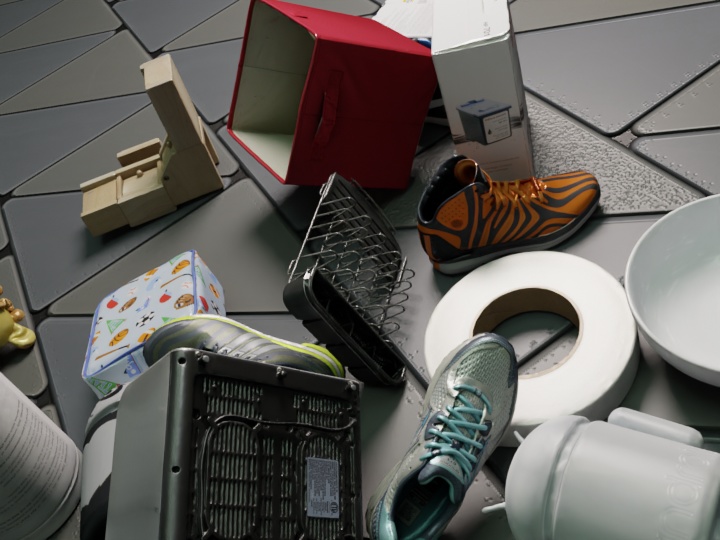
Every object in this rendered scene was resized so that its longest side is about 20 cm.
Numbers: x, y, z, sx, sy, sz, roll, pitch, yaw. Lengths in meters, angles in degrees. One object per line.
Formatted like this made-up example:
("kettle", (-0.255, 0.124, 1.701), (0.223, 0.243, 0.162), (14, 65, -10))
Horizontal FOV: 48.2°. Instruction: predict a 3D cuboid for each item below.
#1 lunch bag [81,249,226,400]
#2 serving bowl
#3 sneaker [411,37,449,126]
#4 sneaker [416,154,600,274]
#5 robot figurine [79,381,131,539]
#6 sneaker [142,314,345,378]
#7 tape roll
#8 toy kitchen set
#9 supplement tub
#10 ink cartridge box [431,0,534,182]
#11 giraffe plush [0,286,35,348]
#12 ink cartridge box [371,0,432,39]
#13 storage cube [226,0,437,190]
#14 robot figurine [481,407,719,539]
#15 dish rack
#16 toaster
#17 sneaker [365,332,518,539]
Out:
("lunch bag", (-0.229, 0.065, 0.890), (0.159, 0.076, 0.200), (-30, 26, 3))
("serving bowl", (0.329, 0.024, 0.683), (0.197, 0.066, 0.202), (-14, 45, 14))
("sneaker", (0.059, -0.251, 1.052), (0.197, 0.113, 0.074), (5, 49, 30))
("sneaker", (0.151, -0.075, 0.834), (0.198, 0.113, 0.078), (-24, 42, 3))
("robot figurine", (-0.194, 0.192, 0.735), (0.148, 0.126, 0.201), (-18, 42, -1))
("sneaker", (-0.111, 0.091, 0.765), (0.197, 0.075, 0.081), (10, 6, -2))
("tape roll", (0.156, 0.067, 0.749), (0.200, 0.037, 0.205), (-14, 44, 13))
("toy kitchen set", (-0.322, -0.191, 1.133), (0.197, 0.182, 0.164), (-21, 41, -1))
("supplement tub", (-0.377, 0.173, 0.790), (0.130, 0.201, 0.133), (-14, 43, 13))
("ink cartridge box", (0.140, -0.206, 0.901), (0.085, 0.201, 0.148), (-9, 44, 16))
("giraffe plush", (-0.510, 0.084, 0.997), (0.198, 0.175, 0.162), (-11, 22, 31))
("ink cartridge box", (0.090, -0.345, 1.156), (0.198, 0.077, 0.137), (12, 54, 33))
("storage cube", (-0.036, -0.212, 0.967), (0.178, 0.173, 0.200), (-1, 29, -33))
("robot figurine", (0.188, 0.171, 0.574), (0.198, 0.114, 0.170), (10, 43, 33))
("dish rack", (0.000, 0.000, 0.815), (0.054, 0.154, 0.202), (-16, 39, 34))
("toaster", (-0.090, 0.176, 0.622), (0.118, 0.179, 0.203), (-27, 57, 45))
("sneaker", (0.074, 0.145, 0.636), (0.077, 0.086, 0.202), (27, 87, 0))
